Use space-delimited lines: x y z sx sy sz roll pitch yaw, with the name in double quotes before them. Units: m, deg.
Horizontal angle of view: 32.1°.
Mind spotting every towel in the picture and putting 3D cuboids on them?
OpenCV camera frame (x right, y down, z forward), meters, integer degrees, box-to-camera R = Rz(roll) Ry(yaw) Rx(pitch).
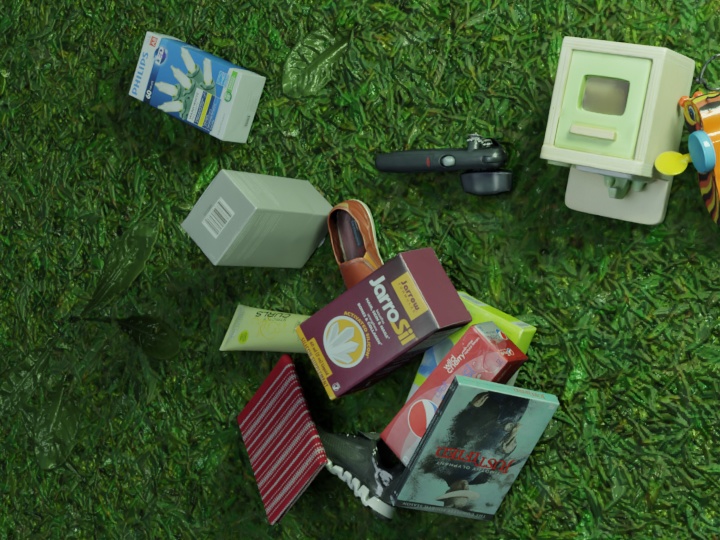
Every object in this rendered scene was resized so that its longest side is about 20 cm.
"towel" -0.109 0.230 1.731 0.145 0.022 0.200 -54 40 29

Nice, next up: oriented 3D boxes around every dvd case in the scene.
"dvd case" 0.140 0.222 1.542 0.200 0.146 0.022 -64 26 28

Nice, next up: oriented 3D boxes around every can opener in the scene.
"can opener" 0.104 -0.140 1.621 0.199 0.063 0.079 6 94 32

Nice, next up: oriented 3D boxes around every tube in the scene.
"tube" -0.110 0.088 1.768 0.199 0.058 0.052 4 109 35

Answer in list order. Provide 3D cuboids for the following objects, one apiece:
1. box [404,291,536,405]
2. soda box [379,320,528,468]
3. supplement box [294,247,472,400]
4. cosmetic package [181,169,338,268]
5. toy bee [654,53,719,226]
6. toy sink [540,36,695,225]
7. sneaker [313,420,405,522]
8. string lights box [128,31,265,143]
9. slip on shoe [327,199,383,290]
"box" 0.134 0.141 1.613 0.122 0.048 0.201 27 104 30
"soda box" 0.115 0.158 1.559 0.070 0.063 0.200 47 114 23
"supplement box" 0.027 0.069 1.604 0.200 0.086 0.111 -36 76 32
"cosmetic package" -0.131 -0.067 1.695 0.090 0.200 0.107 47 111 22
"toy bee" 0.402 -0.157 1.410 0.109 0.130 0.201 -111 26 -63
"toy sink" 0.295 -0.162 1.468 0.130 0.112 0.201 15 98 32
"sneaker" -0.004 0.247 1.695 0.200 0.066 0.091 38 94 35
"string lights box" -0.242 -0.271 1.847 0.200 0.059 0.103 27 106 30
"slip on shoe" 0.000 0.000 1.691 0.074 0.061 0.201 -20 81 30
